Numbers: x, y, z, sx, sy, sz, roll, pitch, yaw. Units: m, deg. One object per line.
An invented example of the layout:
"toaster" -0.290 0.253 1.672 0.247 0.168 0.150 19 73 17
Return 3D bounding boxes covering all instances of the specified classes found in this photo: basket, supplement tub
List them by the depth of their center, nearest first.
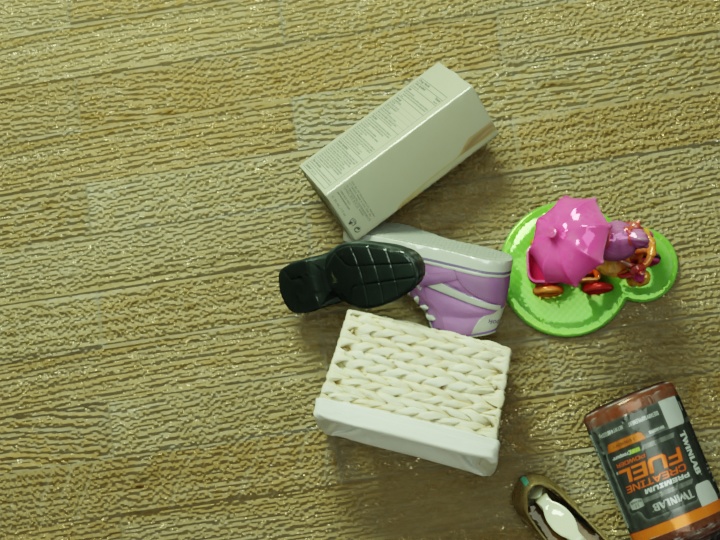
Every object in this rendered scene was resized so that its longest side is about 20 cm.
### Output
"supplement tub" 0.317 0.225 1.608 0.106 0.107 0.202 -22 79 0
"basket" 0.061 0.129 1.630 0.197 0.136 0.125 14 77 6

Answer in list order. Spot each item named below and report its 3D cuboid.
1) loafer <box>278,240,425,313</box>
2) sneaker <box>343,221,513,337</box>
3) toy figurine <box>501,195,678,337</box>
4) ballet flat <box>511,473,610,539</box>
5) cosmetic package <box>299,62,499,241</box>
"loafer" 0.000 0.000 1.634 0.199 0.072 0.074 -4 101 45
"sneaker" 0.064 0.018 1.680 0.199 0.072 0.116 18 111 25
"toy figurine" 0.248 -0.017 1.615 0.197 0.184 0.152 -2 80 3
"ballet flat" 0.237 0.294 1.619 0.068 0.072 0.200 -40 80 -3
"cosmetic package" 0.041 -0.132 1.681 0.199 0.105 0.071 -36 120 -2
